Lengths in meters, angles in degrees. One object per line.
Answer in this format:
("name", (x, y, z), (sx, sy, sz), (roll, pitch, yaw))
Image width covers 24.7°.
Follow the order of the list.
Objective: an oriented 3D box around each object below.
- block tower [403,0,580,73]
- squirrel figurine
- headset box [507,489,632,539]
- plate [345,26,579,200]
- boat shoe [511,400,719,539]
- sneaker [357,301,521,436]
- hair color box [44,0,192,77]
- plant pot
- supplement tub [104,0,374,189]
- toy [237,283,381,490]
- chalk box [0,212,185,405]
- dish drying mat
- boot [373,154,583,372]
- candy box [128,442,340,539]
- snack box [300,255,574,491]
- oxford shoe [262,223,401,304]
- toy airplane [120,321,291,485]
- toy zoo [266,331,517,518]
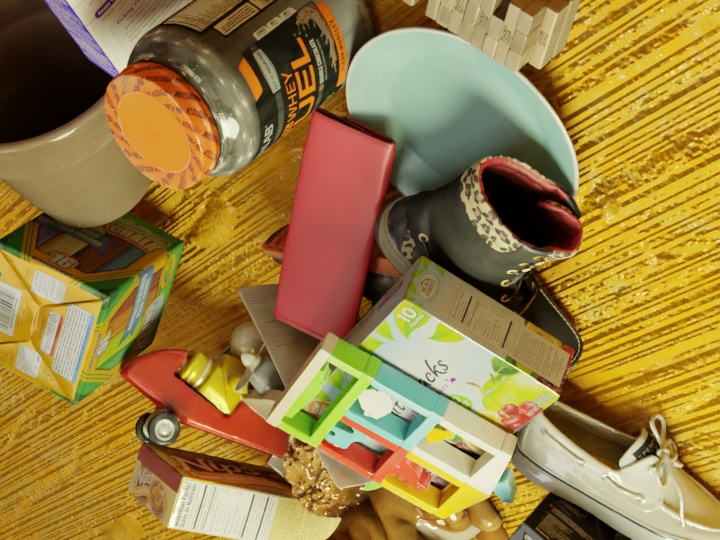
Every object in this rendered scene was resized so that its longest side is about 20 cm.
("block tower", (0.056, -0.217, 1.153), (0.200, 0.054, 0.058), (34, 141, 17))
("squirrel figurine", (0.009, 0.217, 1.467), (0.200, 0.186, 0.142), (55, 177, 11))
("headset box", (0.194, 0.248, 1.339), (0.149, 0.200, 0.077), (40, 109, 10))
("plate", (0.079, -0.106, 1.239), (0.199, 0.026, 0.201), (25, 145, 19))
("boat shoe", (0.224, 0.156, 1.312), (0.201, 0.075, 0.086), (27, 123, 14))
("sneaker", (0.070, 0.103, 1.401), (0.199, 0.091, 0.076), (34, 140, 16))
("hair color box", (-0.193, -0.237, 1.271), (0.065, 0.109, 0.200), (36, 170, 23))
("plant pot", (-0.263, -0.134, 1.466), (0.199, 0.201, 0.175), (24, 157, 28))
("supplement tub", (-0.091, -0.153, 1.236), (0.122, 0.200, 0.123), (27, 140, 25))
("toy", (-0.028, 0.102, 1.412), (0.047, 0.115, 0.201), (-52, 58, 37))
("chalk box", (-0.255, 0.015, 1.555), (0.123, 0.200, 0.125), (26, 119, 12))
("dish drying mat", (-0.022, -0.032, 1.330), (0.076, 0.018, 0.201), (26, 125, 20))
("boot", (0.118, -0.001, 1.247), (0.200, 0.073, 0.150), (43, 149, -8))
("candy box", (-0.112, 0.224, 1.600), (0.115, 0.199, 0.056), (22, 96, 61))
("snack box", (0.055, 0.086, 1.288), (0.142, 0.053, 0.200), (32, 142, -7))
("oxford shoe", (0.000, 0.000, 1.394), (0.199, 0.071, 0.073), (11, 132, 39))
("toy airplane", (-0.105, 0.121, 1.578), (0.199, 0.142, 0.199), (10, 168, 28))
("toy zoo", (0.035, 0.132, 1.292), (0.199, 0.021, 0.131), (30, 143, -6))
